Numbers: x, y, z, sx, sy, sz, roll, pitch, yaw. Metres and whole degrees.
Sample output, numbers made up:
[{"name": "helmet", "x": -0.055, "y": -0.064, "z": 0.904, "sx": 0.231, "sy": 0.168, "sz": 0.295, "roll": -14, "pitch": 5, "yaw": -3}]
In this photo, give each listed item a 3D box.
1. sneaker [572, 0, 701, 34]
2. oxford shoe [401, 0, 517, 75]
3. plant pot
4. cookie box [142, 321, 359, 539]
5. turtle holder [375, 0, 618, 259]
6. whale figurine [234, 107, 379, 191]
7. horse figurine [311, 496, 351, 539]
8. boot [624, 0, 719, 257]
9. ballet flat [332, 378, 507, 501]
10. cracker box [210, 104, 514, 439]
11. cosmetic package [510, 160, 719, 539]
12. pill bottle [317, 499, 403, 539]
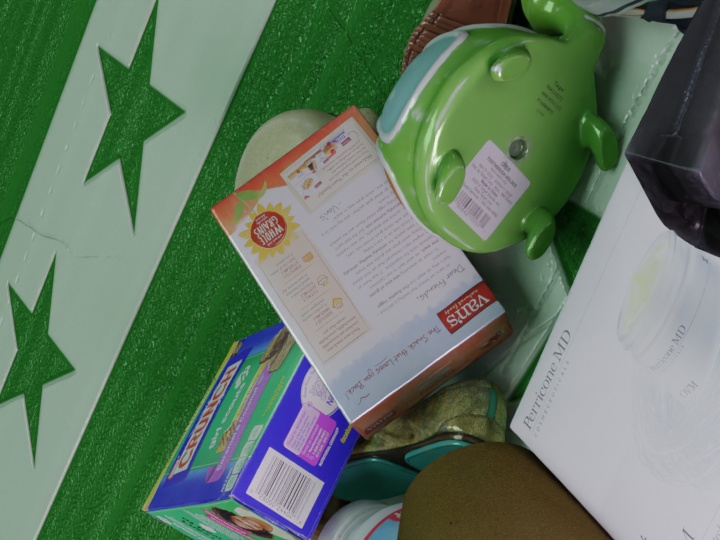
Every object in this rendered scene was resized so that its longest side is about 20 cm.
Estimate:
[{"name": "sneaker", "x": 0.190, "y": -0.186, "z": 0.886, "sx": 0.200, "sy": 0.079, "sz": 0.079, "roll": -132, "pitch": 58, "yaw": -72}, {"name": "oxford shoe", "x": 0.085, "y": -0.191, "z": 1.060, "sx": 0.201, "sy": 0.070, "sz": 0.074, "roll": -66, "pitch": -2, "yaw": 39}, {"name": "plant pot", "x": 0.088, "y": 0.200, "z": 0.802, "sx": 0.187, "sy": 0.185, "sz": 0.201, "roll": -60, "pitch": 30, "yaw": 31}, {"name": "cookie box", "x": -0.074, "y": 0.128, "z": 1.137, "sx": 0.200, "sy": 0.075, "sz": 0.172, "roll": -25, "pitch": 34, "yaw": 61}, {"name": "turtle holder", "x": 0.084, "y": -0.111, "z": 0.967, "sx": 0.132, "sy": 0.140, "sz": 0.187, "roll": 34, "pitch": 114, "yaw": 54}, {"name": "whale figurine", "x": -0.005, "y": -0.050, "z": 1.149, "sx": 0.199, "sy": 0.103, "sz": 0.161, "roll": 22, "pitch": 103, "yaw": 30}, {"name": "horse figurine", "x": -0.039, "y": 0.256, "z": 1.167, "sx": 0.132, "sy": 0.050, "sz": 0.201, "roll": -35, "pitch": 48, "yaw": 28}, {"name": "boot", "x": 0.212, "y": -0.094, "z": 0.699, "sx": 0.065, "sy": 0.164, "sz": 0.202, "roll": 1, "pitch": 63, "yaw": 49}, {"name": "ballet flat", "x": 0.041, "y": 0.125, "z": 1.075, "sx": 0.199, "sy": 0.070, "sz": 0.071, "roll": -28, "pitch": 63, "yaw": 52}, {"name": "cracker box", "x": 0.000, "y": 0.000, "z": 1.039, "sx": 0.133, "sy": 0.058, "sz": 0.201, "roll": -35, "pitch": 67, "yaw": 0}, {"name": "cosmetic package", "x": 0.209, "y": 0.059, "z": 0.777, "sx": 0.200, "sy": 0.122, "sz": 0.201, "roll": 47, "pitch": 123, "yaw": 49}, {"name": "pill bottle", "x": 0.053, "y": 0.224, "z": 0.994, "sx": 0.199, "sy": 0.108, "sz": 0.110, "roll": 14, "pitch": 97, "yaw": 55}]
